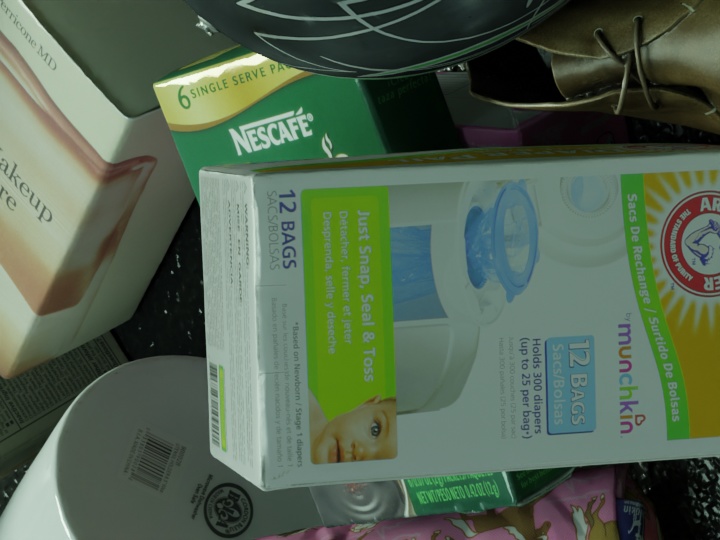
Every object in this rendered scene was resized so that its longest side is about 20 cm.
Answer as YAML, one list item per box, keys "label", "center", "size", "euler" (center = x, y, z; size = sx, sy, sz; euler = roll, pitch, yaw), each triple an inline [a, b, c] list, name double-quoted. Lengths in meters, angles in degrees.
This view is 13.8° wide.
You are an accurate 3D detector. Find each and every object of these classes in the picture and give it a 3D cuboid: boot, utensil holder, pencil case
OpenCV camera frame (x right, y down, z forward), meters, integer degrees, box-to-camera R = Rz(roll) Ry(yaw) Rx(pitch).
- label: "boot"
  center: [0.113, -0.073, 1.076]
  size: [0.199, 0.075, 0.074]
  euler: [12, 119, 52]
- label: "utensil holder"
  center: [-0.101, 0.161, 1.395]
  size: [0.170, 0.170, 0.200]
  euler: [49, 136, 14]
- label: "pencil case"
  center: [0.028, 0.137, 1.230]
  size: [0.199, 0.086, 0.083]
  euler: [-12, 87, 11]

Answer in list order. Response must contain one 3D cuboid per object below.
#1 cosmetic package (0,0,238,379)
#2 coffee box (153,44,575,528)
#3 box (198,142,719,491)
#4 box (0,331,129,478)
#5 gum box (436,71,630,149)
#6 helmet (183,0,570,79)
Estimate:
- label: "cosmetic package"
  center: [-0.134, -0.055, 1.363]
  size: [0.103, 0.087, 0.200]
  euler: [48, 139, 17]
- label: "coffee box"
  center: [0.000, 0.000, 1.179]
  size: [0.123, 0.044, 0.201]
  euler: [-10, 103, 48]
- label: "box"
  center: [0.049, 0.012, 1.076]
  size: [0.101, 0.198, 0.113]
  euler: [-166, 74, -76]
- label: "box"
  center: [-0.216, 0.071, 1.435]
  size: [0.095, 0.200, 0.078]
  euler: [57, 140, 5]
- label: "gum box"
  center: [0.022, -0.019, 1.232]
  size: [0.199, 0.066, 0.114]
  euler: [6, 115, 45]
- label: "helmet"
  center: [0.016, -0.167, 1.051]
  size: [0.199, 0.199, 0.192]
  euler: [-16, 87, 50]
